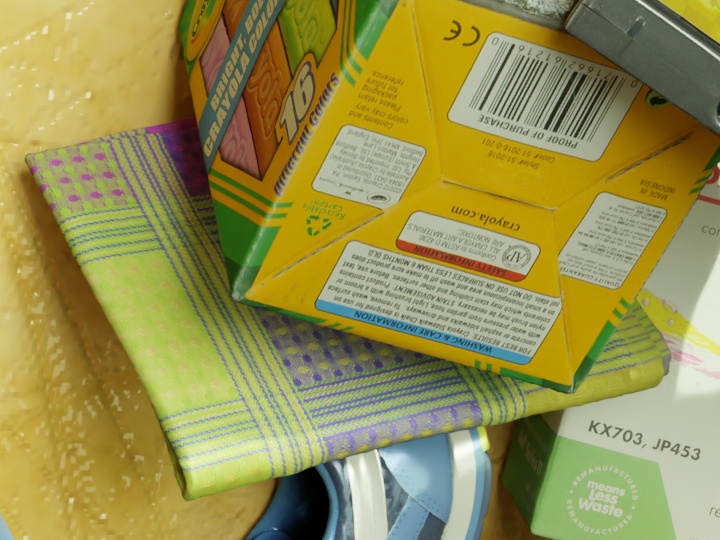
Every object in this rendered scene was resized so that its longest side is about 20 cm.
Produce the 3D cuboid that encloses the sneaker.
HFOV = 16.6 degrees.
[{"bbox_3d":[-0.012,0.134,0.888,0.082,0.074,0.201,5,95,-30],"label":"sneaker"}]

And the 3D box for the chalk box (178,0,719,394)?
[{"bbox_3d":[0.023,-0.081,0.788,0.124,0.200,0.124,16,122,-21],"label":"chalk box"}]

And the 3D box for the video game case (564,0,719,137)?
[{"bbox_3d":[0.158,-0.068,0.740,0.180,0.200,0.026,34,123,-4],"label":"video game case"}]

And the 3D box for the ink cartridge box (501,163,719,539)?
[{"bbox_3d":[0.138,0.009,0.912,0.117,0.067,0.201,14,101,-8],"label":"ink cartridge box"}]

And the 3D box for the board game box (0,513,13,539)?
[{"bbox_3d":[-0.202,0.129,0.777,0.200,0.039,0.158,-39,126,-14],"label":"board game box"}]

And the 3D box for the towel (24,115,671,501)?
[{"bbox_3d":[0.000,0.000,0.830,0.199,0.144,0.023,-12,149,-33],"label":"towel"}]
